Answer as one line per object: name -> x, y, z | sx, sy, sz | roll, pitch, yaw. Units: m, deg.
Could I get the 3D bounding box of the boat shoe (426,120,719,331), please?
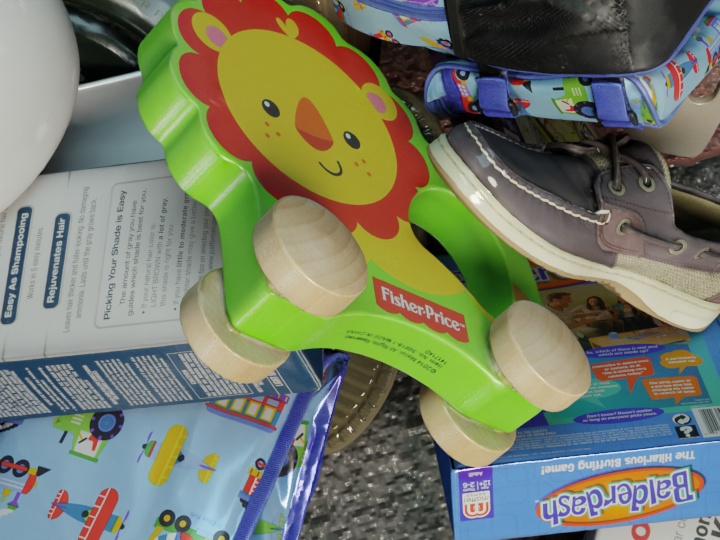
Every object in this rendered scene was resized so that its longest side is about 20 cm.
boat shoe -> 0.112, -0.031, 0.740 | 0.065, 0.199, 0.072 | -49, 41, 20

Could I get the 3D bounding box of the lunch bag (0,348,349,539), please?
lunch bag -> -0.103, 0.094, 0.781 | 0.149, 0.094, 0.202 | 15, 78, 19

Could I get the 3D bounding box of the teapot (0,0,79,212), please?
teapot -> -0.231, -0.113, 0.748 | 0.196, 0.147, 0.201 | -27, 49, -3

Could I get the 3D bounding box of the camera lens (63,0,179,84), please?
camera lens -> -0.121, -0.184, 0.924 | 0.159, 0.160, 0.201 | 16, 64, 9

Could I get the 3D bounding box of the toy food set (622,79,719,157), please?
toy food set -> 0.164, -0.183, 0.886 | 0.060, 0.144, 0.202 | -8, 62, -13

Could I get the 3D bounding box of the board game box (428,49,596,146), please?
board game box -> 0.074, -0.113, 0.861 | 0.032, 0.120, 0.201 | -35, 56, 31

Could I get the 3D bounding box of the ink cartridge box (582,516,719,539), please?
ink cartridge box -> 0.190, 0.195, 0.768 | 0.198, 0.084, 0.145 | 16, 63, 10

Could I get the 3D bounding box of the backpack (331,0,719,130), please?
backpack -> 0.064, -0.154, 0.738 | 0.198, 0.136, 0.183 | 5, 34, 28

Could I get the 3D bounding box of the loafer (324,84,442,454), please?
loafer -> 0.000, 0.000, 0.825 | 0.075, 0.201, 0.067 | 23, 21, 5

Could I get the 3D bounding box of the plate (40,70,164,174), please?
plate -> -0.148, 0.006, 0.853 | 0.198, 0.032, 0.202 | -13, 98, -7

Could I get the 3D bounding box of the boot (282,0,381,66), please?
boot -> -0.010, -0.103, 0.917 | 0.072, 0.202, 0.167 | 10, 27, 12

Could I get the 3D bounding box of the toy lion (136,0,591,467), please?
toy lion -> -0.005, -0.032, 0.701 | 0.199, 0.069, 0.193 | 24, 41, -33

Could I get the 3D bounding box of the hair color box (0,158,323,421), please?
hair color box -> -0.117, 0.008, 0.758 | 0.198, 0.061, 0.101 | -6, 59, 13

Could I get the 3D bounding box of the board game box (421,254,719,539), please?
board game box -> 0.106, 0.051, 0.810 | 0.150, 0.045, 0.201 | -5, 29, -2
